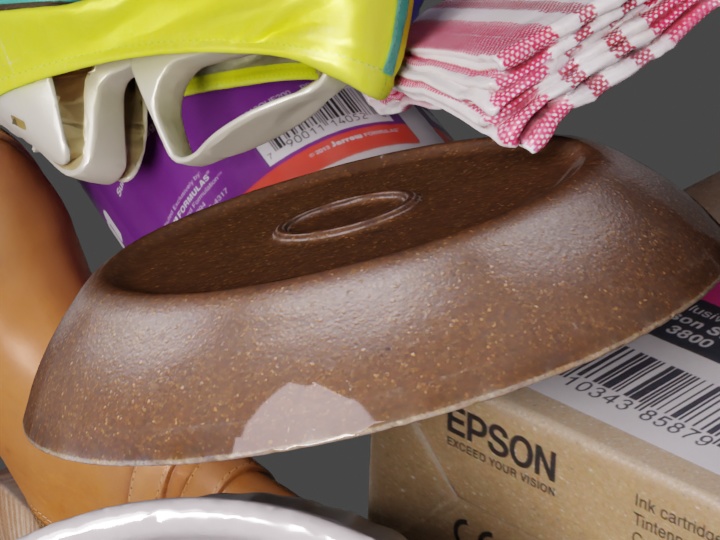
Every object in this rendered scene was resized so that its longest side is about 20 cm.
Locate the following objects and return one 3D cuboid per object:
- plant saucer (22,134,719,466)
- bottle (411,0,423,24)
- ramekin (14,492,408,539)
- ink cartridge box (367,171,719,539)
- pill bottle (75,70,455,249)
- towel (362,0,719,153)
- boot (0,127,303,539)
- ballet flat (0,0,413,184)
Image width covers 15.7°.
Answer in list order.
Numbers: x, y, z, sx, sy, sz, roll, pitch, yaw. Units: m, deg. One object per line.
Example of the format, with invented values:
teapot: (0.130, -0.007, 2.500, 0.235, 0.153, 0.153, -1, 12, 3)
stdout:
plant saucer: (0.000, 0.000, 0.711, 0.200, 0.200, 0.037, -7, 105, 33)
bottle: (0.015, -0.164, 0.816, 0.200, 0.065, 0.084, -63, 36, 34)
ramekin: (-0.034, 0.151, 0.667, 0.200, 0.098, 0.201, 0, 94, 5)
ink cartridge box: (0.127, 0.055, 0.709, 0.200, 0.165, 0.075, 23, 126, 38)
pill bottle: (-0.044, -0.050, 0.905, 0.112, 0.112, 0.200, -46, 53, 12)
towel: (0.101, -0.098, 0.785, 0.200, 0.030, 0.146, -30, 14, -9)
boot: (-0.075, 0.052, 0.859, 0.074, 0.200, 0.155, -36, 40, -26)
ballet flat: (-0.068, -0.063, 0.815, 0.200, 0.067, 0.067, -10, 80, 34)
